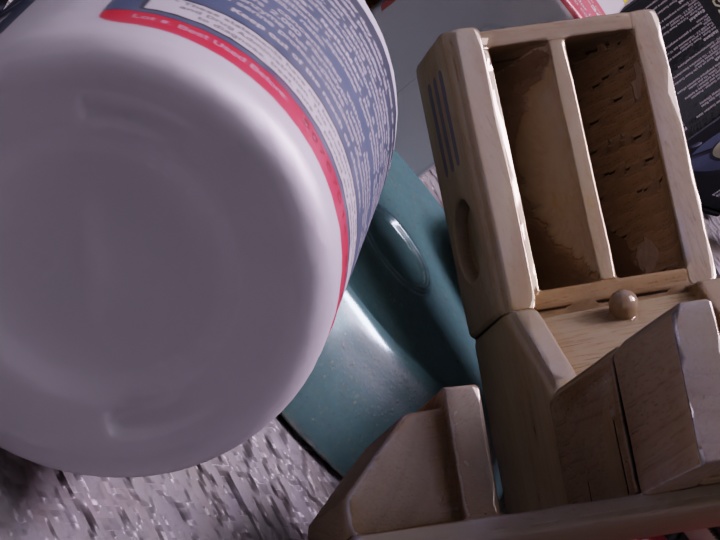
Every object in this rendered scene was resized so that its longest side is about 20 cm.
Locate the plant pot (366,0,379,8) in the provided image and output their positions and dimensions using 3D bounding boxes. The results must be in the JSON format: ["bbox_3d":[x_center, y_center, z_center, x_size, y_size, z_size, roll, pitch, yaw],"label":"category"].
[{"bbox_3d":[0.014,-0.248,1.115,0.200,0.183,0.200,46,21,-23],"label":"plant pot"}]

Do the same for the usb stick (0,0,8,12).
[{"bbox_3d":[-0.151,-0.081,0.676,0.055,0.033,0.200,56,20,1],"label":"usb stick"}]

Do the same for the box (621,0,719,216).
[{"bbox_3d":[0.230,-0.126,1.389,0.086,0.200,0.164,61,20,19],"label":"box"}]

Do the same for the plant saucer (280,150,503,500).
[{"bbox_3d":[0.000,0.000,0.892,0.200,0.036,0.200,46,21,-23],"label":"plant saucer"}]

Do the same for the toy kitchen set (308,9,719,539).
[{"bbox_3d":[0.052,-0.005,0.764,0.200,0.163,0.181,131,-51,-72],"label":"toy kitchen set"}]

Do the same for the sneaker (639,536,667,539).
[{"bbox_3d":[0.103,0.126,0.843,0.074,0.087,0.200,52,19,-9],"label":"sneaker"}]

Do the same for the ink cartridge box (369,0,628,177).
[{"bbox_3d":[0.051,-0.105,1.062,0.068,0.116,0.200,52,20,-4],"label":"ink cartridge box"}]

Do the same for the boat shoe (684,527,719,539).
[{"bbox_3d":[0.118,0.035,0.911,0.200,0.063,0.073,50,42,13],"label":"boat shoe"}]

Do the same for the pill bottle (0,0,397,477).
[{"bbox_3d":[-0.052,-0.036,0.703,0.120,0.120,0.200,50,20,-12],"label":"pill bottle"}]

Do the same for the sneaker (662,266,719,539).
[{"bbox_3d":[0.115,0.035,1.021,0.098,0.071,0.200,14,39,-32],"label":"sneaker"}]
